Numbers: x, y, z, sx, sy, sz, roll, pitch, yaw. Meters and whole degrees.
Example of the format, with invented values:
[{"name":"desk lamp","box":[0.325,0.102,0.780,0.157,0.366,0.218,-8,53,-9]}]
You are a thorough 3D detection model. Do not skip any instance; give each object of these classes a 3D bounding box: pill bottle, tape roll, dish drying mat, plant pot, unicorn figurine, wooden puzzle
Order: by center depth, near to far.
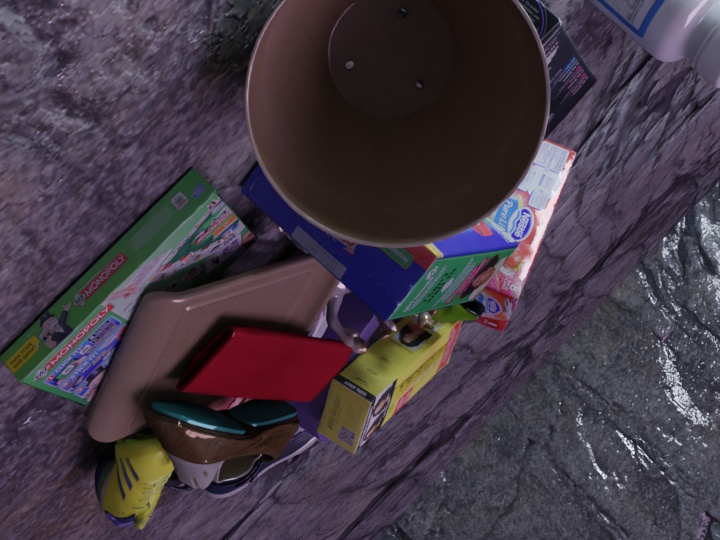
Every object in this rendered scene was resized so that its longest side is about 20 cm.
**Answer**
[{"name":"plant pot","box":[0.023,-0.133,0.883,0.201,0.200,0.135,-50,-165,17]},{"name":"wooden puzzle","box":[-0.125,0.058,1.078,0.199,0.037,0.186,-13,146,-42]},{"name":"pill bottle","box":[0.264,-0.254,1.110,0.112,0.200,0.112,-41,164,-14]},{"name":"dish drying mat","box":[-0.079,0.082,1.117,0.077,0.018,0.200,-46,153,16]},{"name":"unicorn figurine","box":[0.000,0.000,1.182,0.074,0.138,0.199,-34,170,33]},{"name":"tape roll","box":[-0.018,0.074,1.346,0.200,0.085,0.201,-50,161,-24]}]

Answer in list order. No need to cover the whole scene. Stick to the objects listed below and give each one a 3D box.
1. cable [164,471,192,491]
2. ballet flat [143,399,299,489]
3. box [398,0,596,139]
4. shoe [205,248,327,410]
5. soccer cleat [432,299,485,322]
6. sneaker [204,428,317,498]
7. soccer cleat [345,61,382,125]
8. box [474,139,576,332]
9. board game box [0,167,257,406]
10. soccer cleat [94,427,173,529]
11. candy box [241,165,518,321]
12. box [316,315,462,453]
[{"name":"cable","box":[-0.149,0.137,1.325,0.200,0.051,0.164,-49,157,-18]},{"name":"ballet flat","box":[-0.123,0.151,1.108,0.200,0.067,0.073,6,106,-63]},{"name":"box","box":[0.105,-0.175,1.047,0.106,0.122,0.200,-48,163,9]},{"name":"shoe","box":[-0.095,0.059,1.212,0.091,0.071,0.201,10,112,-49]},{"name":"soccer cleat","box":[0.088,-0.044,1.269,0.067,0.080,0.202,-41,130,-58]},{"name":"sneaker","box":[-0.107,0.182,1.475,0.202,0.077,0.146,-41,166,-13]},{"name":"soccer cleat","box":[0.047,-0.092,1.038,0.200,0.068,0.074,37,58,-40]},{"name":"box","box":[0.152,-0.048,1.395,0.096,0.099,0.201,99,14,-63]},{"name":"board game box","box":[-0.174,0.018,0.994,0.200,0.029,0.135,-44,163,-3]},{"name":"soccer cleat","box":[-0.199,0.191,1.170,0.064,0.084,0.200,-8,165,-25]},{"name":"candy box","box":[0.022,-0.044,1.076,0.077,0.169,0.200,-54,162,21]},{"name":"box","box":[0.034,0.104,1.313,0.200,0.050,0.076,-38,151,-51]}]
